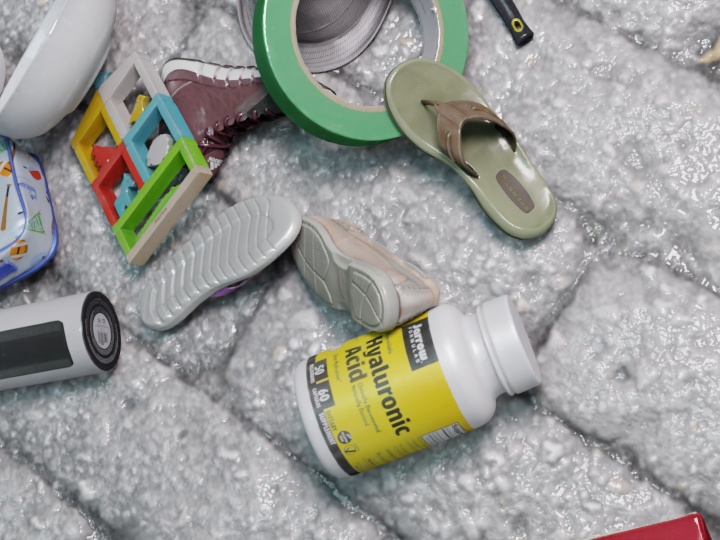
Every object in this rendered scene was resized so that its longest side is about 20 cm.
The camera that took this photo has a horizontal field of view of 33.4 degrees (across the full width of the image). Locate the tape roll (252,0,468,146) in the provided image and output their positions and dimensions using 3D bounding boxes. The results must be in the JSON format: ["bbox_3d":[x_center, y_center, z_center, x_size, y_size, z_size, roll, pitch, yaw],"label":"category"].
[{"bbox_3d":[0.001,-0.218,1.110,0.197,0.048,0.204,1,88,-18],"label":"tape roll"}]

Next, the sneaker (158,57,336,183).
[{"bbox_3d":[-0.118,-0.140,1.183,0.198,0.075,0.117,11,86,30],"label":"sneaker"}]

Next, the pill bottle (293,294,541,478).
[{"bbox_3d":[0.051,0.096,1.043,0.198,0.111,0.113,-23,71,11],"label":"pill bottle"}]

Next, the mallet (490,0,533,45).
[{"bbox_3d":[0.119,-0.309,1.160,0.066,0.041,0.201,-36,74,4],"label":"mallet"}]

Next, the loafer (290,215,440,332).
[{"bbox_3d":[0.000,0.000,1.083,0.200,0.062,0.073,38,133,55],"label":"loafer"}]

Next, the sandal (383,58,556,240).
[{"bbox_3d":[0.105,-0.116,1.075,0.080,0.057,0.201,-44,86,-13],"label":"sandal"}]

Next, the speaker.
[{"bbox_3d":[-0.343,0.076,1.195,0.197,0.081,0.082,-10,74,16],"label":"speaker"}]

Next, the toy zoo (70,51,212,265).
[{"bbox_3d":[-0.228,-0.124,1.202,0.131,0.020,0.201,-48,57,26],"label":"toy zoo"}]

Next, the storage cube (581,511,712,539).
[{"bbox_3d":[0.204,0.302,0.901,0.169,0.200,0.182,-17,66,14],"label":"storage cube"}]

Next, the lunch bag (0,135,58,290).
[{"bbox_3d":[-0.412,-0.037,1.239,0.198,0.076,0.162,-27,63,11],"label":"lunch bag"}]

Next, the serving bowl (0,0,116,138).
[{"bbox_3d":[-0.301,-0.214,1.218,0.065,0.200,0.202,30,87,-22],"label":"serving bowl"}]

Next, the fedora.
[{"bbox_3d":[-0.054,-0.307,1.183,0.175,0.090,0.203,15,82,21],"label":"fedora"}]

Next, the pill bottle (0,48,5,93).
[{"bbox_3d":[-0.489,-0.223,1.298,0.197,0.111,0.113,10,80,20],"label":"pill bottle"}]

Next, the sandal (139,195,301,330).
[{"bbox_3d":[-0.131,-0.007,1.164,0.201,0.050,0.083,-30,53,23],"label":"sandal"}]
